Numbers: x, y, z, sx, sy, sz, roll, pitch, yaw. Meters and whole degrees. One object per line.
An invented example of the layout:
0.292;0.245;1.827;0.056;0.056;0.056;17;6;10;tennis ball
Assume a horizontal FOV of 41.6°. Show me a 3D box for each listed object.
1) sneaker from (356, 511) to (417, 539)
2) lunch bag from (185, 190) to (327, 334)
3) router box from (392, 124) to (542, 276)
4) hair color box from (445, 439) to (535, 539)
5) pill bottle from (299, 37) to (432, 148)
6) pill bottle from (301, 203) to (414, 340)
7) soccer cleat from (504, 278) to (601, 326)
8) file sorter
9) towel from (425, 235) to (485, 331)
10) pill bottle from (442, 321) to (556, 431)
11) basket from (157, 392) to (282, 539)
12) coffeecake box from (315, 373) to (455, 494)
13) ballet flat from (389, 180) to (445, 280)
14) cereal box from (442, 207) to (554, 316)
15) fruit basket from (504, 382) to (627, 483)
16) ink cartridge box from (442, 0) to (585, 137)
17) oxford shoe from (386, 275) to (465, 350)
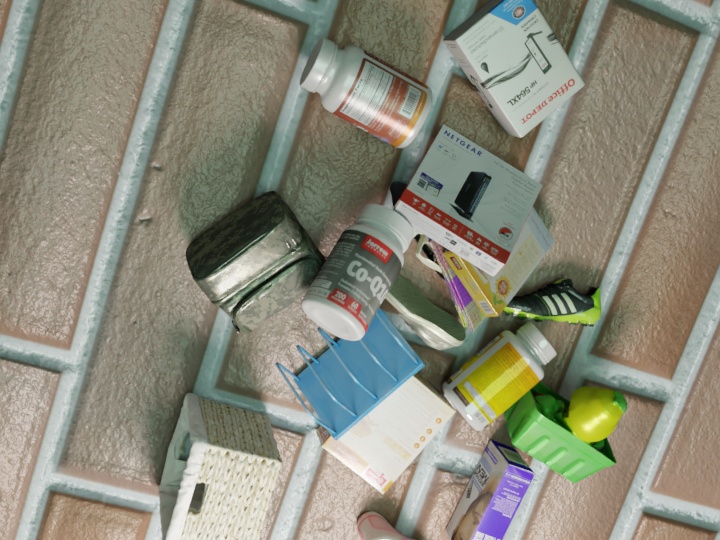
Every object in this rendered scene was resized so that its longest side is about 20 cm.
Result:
0.079;0.533;1.747;0.200;0.105;0.076;41;92;-19;sneaker
-0.160;-0.006;1.550;0.199;0.140;0.168;-35;125;0;lunch bag
0.176;-0.117;1.554;0.199;0.049;0.180;30;60;-1;router box
0.237;0.430;1.749;0.064;0.109;0.202;21;99;-15;hair color box
0.007;-0.288;1.519;0.198;0.112;0.113;26;98;-16;pill bottle
0.000;0.000;1.515;0.114;0.114;0.201;37;69;-18;pill bottle
0.341;0.054;1.704;0.197;0.067;0.082;6;87;-15;soccer cleat
-0.023;0.155;1.589;0.200;0.139;0.123;-40;148;1;file sorter
0.188;-0.017;1.625;0.144;0.023;0.201;-43;118;-34;towel
0.250;0.184;1.689;0.200;0.109;0.109;-40;108;1;pill bottle
-0.238;0.343;1.586;0.159;0.200;0.200;14;101;-16;basket
0.044;0.269;1.688;0.153;0.073;0.200;40;93;-18;coffeecake box
0.107;-0.061;1.614;0.073;0.073;0.200;-40;110;1;ballet flat
0.240;-0.040;1.619;0.200;0.039;0.144;-47;112;-30;cereal box
0.388;0.264;1.711;0.213;0.156;0.218;-1;117;-2;fruit basket
0.255;-0.345;1.568;0.146;0.084;0.201;-39;107;0;ink cartridge box
0.096;0.076;1.657;0.199;0.076;0.058;38;131;-16;oxford shoe
